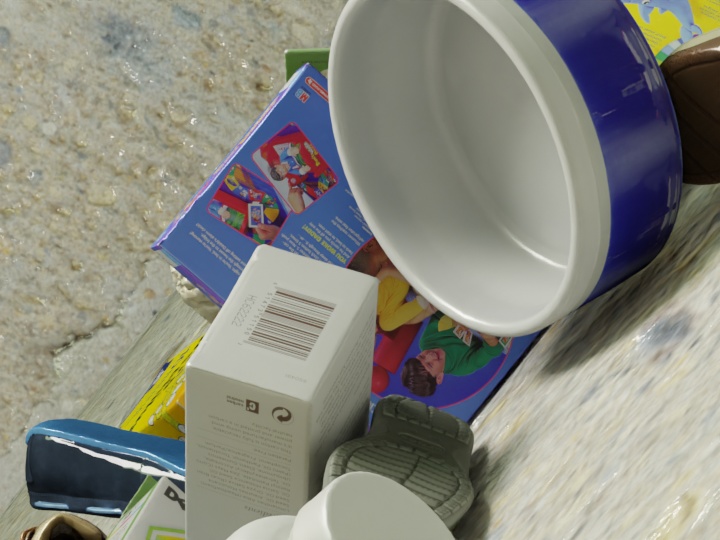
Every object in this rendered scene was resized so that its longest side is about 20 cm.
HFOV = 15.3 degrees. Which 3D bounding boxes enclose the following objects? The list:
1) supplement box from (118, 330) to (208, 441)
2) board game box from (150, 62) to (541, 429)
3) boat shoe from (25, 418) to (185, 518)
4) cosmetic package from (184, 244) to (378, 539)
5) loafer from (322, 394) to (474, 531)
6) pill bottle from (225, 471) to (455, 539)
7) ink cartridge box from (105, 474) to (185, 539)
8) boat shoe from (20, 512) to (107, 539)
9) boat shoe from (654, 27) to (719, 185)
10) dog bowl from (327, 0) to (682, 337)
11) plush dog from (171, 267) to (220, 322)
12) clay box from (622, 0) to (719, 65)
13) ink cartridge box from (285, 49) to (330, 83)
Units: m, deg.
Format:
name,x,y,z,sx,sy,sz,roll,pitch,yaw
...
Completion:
name,x,y,z,sx,sy,sz,roll,pitch,yaw
supplement box,-0.093,0.112,1.864,0.109,0.109,0.200,-53,9,-29
board game box,0.000,0.000,1.515,0.135,0.200,0.045,-50,7,-7
boat shoe,-0.127,0.148,1.745,0.084,0.199,0.069,-6,-73,-59
cosmetic package,-0.043,0.098,1.413,0.102,0.071,0.201,-60,-19,-45
loafer,0.018,0.122,1.359,0.200,0.075,0.070,-42,-28,-74
pill bottle,-0.043,0.181,1.197,0.200,0.113,0.113,-45,9,30
ink cartridge box,-0.106,0.192,1.557,0.059,0.104,0.200,-44,9,33
boat shoe,-0.177,0.183,1.674,0.072,0.072,0.200,-16,15,-13
boat shoe,0.214,-0.103,1.326,0.075,0.075,0.202,-33,0,-33
dog bowl,0.073,-0.072,1.403,0.079,0.201,0.200,-26,-6,-32
plush dog,0.004,0.000,1.697,0.172,0.199,0.161,-56,37,27
clay box,0.160,-0.128,1.524,0.200,0.114,0.048,-54,-20,-32
ink cartridge box,0.002,-0.065,1.806,0.201,0.103,0.060,89,-179,-55
